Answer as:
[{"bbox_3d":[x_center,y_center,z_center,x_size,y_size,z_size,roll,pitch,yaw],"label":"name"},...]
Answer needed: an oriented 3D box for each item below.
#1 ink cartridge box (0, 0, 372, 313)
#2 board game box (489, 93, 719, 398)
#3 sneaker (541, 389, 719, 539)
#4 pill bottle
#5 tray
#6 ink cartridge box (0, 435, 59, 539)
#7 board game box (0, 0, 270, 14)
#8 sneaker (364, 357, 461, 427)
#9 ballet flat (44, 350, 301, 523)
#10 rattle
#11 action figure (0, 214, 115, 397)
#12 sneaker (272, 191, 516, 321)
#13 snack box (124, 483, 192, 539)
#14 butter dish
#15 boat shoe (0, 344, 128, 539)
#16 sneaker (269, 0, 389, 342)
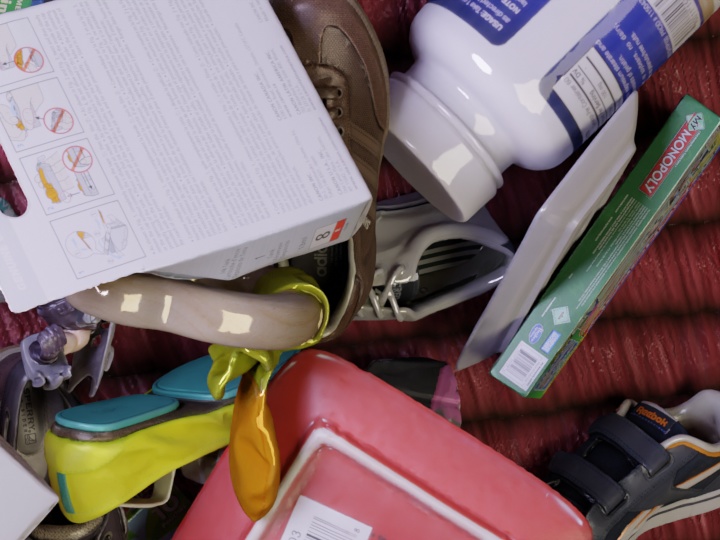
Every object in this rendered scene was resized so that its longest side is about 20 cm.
[{"bbox_3d":[-0.116,-0.063,1.332,0.200,0.162,0.050,-19,159,-22],"label":"ink cartridge box"},{"bbox_3d":[0.151,-0.011,1.612,0.200,0.029,0.135,-55,171,2],"label":"board game box"},{"bbox_3d":[0.165,0.131,1.716,0.200,0.078,0.080,-21,129,-36],"label":"sneaker"},{"bbox_3d":[0.098,-0.128,1.510,0.200,0.120,0.120,-44,129,-7],"label":"pill bottle"},{"bbox_3d":[0.113,-0.015,1.548,0.107,0.022,0.200,-51,173,-30],"label":"tray"},{"bbox_3d":[-0.260,0.064,1.322,0.088,0.200,0.145,-47,129,-8],"label":"ink cartridge box"},{"bbox_3d":[-0.107,-0.158,1.414,0.200,0.037,0.152,5,110,-36],"label":"board game box"},{"bbox_3d":[0.004,0.147,1.625,0.080,0.086,0.201,17,85,-6],"label":"sneaker"},{"bbox_3d":[-0.101,0.092,1.470,0.200,0.067,0.067,-19,112,-52],"label":"ballet flat"},{"bbox_3d":[-0.122,0.044,1.369,0.200,0.130,0.143,2,124,-44],"label":"rattle"},{"bbox_3d":[-0.182,-0.005,1.401,0.200,0.069,0.130,19,58,-37],"label":"action figure"},{"bbox_3d":[0.000,0.000,1.542,0.200,0.071,0.073,-20,123,-24],"label":"sneaker"},{"bbox_3d":[-0.122,0.221,1.586,0.142,0.053,0.200,-44,129,-8],"label":"snack box"},{"bbox_3d":[0.008,0.156,1.508,0.199,0.148,0.200,32,104,1],"label":"butter dish"},{"bbox_3d":[-0.165,0.140,1.469,0.072,0.065,0.201,-15,98,-15],"label":"boat shoe"},{"bbox_3d":[-0.018,-0.056,1.435,0.070,0.076,0.201,-3,116,5],"label":"sneaker"}]
